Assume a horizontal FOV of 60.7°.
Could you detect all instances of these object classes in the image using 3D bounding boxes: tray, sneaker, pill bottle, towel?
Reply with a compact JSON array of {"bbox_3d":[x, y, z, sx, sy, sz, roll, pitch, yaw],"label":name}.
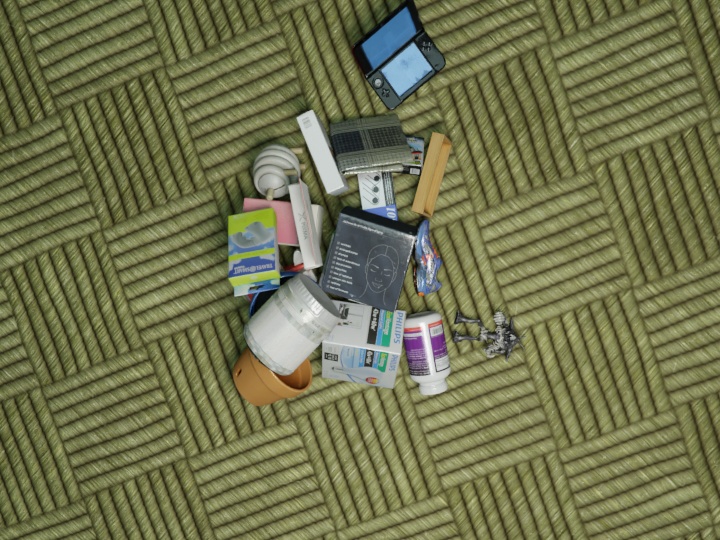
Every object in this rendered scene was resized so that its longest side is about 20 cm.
[{"bbox_3d":[0.185,-0.244,1.592,0.036,0.098,0.205,18,94,20],"label":"tray"},{"bbox_3d":[0.177,-0.036,1.628,0.076,0.075,0.206,-4,101,-6],"label":"sneaker"},{"bbox_3d":[0.174,0.215,1.615,0.110,0.112,0.205,-10,93,4],"label":"pill bottle"},{"bbox_3d":[0.026,-0.320,1.570,0.195,0.035,0.195,-9,51,-6],"label":"towel"}]

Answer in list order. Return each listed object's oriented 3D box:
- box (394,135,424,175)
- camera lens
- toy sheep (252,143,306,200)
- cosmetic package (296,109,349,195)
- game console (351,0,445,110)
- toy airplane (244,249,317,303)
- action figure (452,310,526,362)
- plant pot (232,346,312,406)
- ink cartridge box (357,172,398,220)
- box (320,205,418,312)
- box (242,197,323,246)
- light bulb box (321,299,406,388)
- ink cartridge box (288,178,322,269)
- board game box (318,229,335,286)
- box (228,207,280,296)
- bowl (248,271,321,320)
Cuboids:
[{"bbox_3d":[0.065,-0.306,1.598,0.195,0.035,0.112,6,53,3],"label":"box"},{"bbox_3d":[-0.163,0.128,1.434,0.160,0.160,0.200,45,96,0],"label":"camera lens"},{"bbox_3d":[-0.214,-0.253,1.583,0.134,0.203,0.140,3,132,4],"label":"toy sheep"},{"bbox_3d":[-0.093,-0.297,1.580,0.051,0.151,0.204,-22,92,4],"label":"cosmetic package"},{"bbox_3d":[0.102,-0.546,1.571,0.199,0.119,0.174,-38,91,5],"label":"game console"},{"bbox_3d":[-0.211,0.035,1.575,0.196,0.142,0.202,23,126,7],"label":"toy airplane"},{"bbox_3d":[0.342,0.170,1.610,0.195,0.102,0.122,10,82,4],"label":"action figure"},{"bbox_3d":[-0.240,0.260,1.612,0.139,0.200,0.202,-36,91,22],"label":"plant pot"},{"bbox_3d":[0.049,-0.177,1.632,0.092,0.044,0.206,-8,93,5],"label":"ink cartridge box"},{"bbox_3d":[0.024,-0.031,1.522,0.195,0.124,0.201,17,107,3],"label":"box"},{"bbox_3d":[-0.201,-0.123,1.607,0.194,0.128,0.112,6,93,2],"label":"box"},{"bbox_3d":[0.006,0.190,1.567,0.195,0.200,0.127,8,55,3],"label":"light bulb box"},{"bbox_3d":[-0.133,-0.106,1.454,0.042,0.174,0.205,-11,91,3],"label":"ink cartridge box"},{"bbox_3d":[0.000,0.000,1.626,0.196,0.040,0.156,20,111,2],"label":"board game box"},{"bbox_3d":[-0.257,-0.047,1.480,0.119,0.048,0.204,-10,61,4],"label":"box"},{"bbox_3d":[-0.180,0.096,1.528,0.196,0.039,0.205,-8,117,-15],"label":"bowl"}]
